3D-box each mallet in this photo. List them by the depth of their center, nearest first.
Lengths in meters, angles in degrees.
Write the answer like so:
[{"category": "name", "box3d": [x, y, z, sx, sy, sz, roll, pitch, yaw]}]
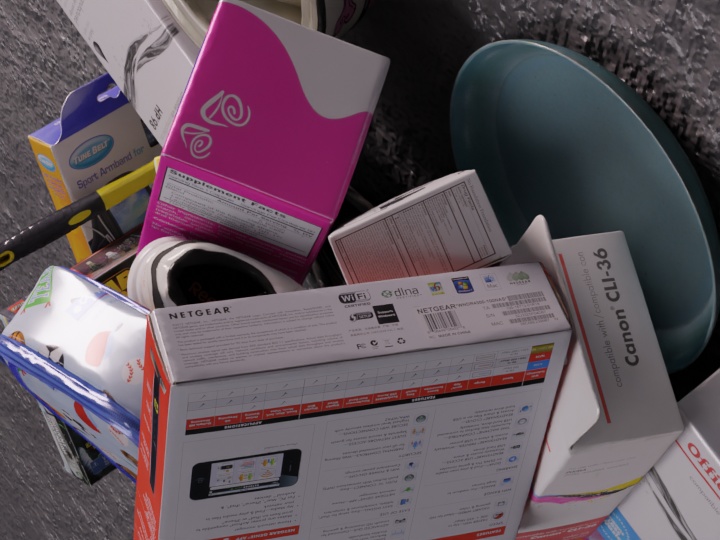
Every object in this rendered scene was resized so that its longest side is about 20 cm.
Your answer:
[{"category": "mallet", "box3d": [-0.168, -0.043, 1.412, 0.041, 0.199, 0.066, 37, 160, 54]}]

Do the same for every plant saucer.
[{"category": "plant saucer", "box3d": [0.123, -0.037, 1.096, 0.200, 0.027, 0.201, 42, 151, 29]}]

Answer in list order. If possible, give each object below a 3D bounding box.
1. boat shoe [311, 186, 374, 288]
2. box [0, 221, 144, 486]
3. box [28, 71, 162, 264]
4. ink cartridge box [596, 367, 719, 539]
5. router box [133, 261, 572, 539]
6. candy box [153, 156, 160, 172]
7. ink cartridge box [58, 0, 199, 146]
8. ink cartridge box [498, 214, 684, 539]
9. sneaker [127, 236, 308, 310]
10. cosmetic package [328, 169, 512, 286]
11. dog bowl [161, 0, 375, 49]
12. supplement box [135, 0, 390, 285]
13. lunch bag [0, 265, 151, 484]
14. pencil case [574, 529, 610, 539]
[{"category": "boat shoe", "box3d": [0.000, 0.000, 1.249, 0.057, 0.067, 0.200, 47, -177, -30]}, {"category": "box", "box3d": [-0.143, 0.040, 1.452, 0.040, 0.199, 0.138, 20, 137, 51]}, {"category": "box", "box3d": [-0.156, -0.054, 1.464, 0.041, 0.119, 0.201, 22, 137, 51]}, {"category": "ink cartridge box", "box3d": [0.202, 0.119, 1.084, 0.116, 0.066, 0.200, 52, 154, 13]}, {"category": "router box", "box3d": [-0.009, 0.087, 1.014, 0.180, 0.198, 0.049, 100, 156, -43]}, {"category": "candy box", "box3d": [-0.083, -0.004, 1.349, 0.200, 0.026, 0.103, 38, -139, -71]}, {"category": "ink cartridge box", "box3d": [-0.108, -0.140, 1.323, 0.201, 0.066, 0.116, 54, 154, 8]}, {"category": "ink cartridge box", "box3d": [0.107, 0.060, 1.081, 0.200, 0.067, 0.117, 115, 144, -62]}, {"category": "sneaker", "box3d": [-0.035, 0.046, 1.121, 0.199, 0.074, 0.080, 26, 170, -10]}, {"category": "cosmetic package", "box3d": [0.028, -0.015, 1.092, 0.200, 0.082, 0.051, -129, 16, -89]}, {"category": "dog bowl", "box3d": [-0.061, -0.208, 1.176, 0.200, 0.074, 0.201, 40, 149, 30]}, {"category": "supplement box", "box3d": [-0.059, -0.057, 1.164, 0.103, 0.102, 0.200, 21, 160, -5]}, {"category": "lunch bag", "box3d": [-0.105, 0.084, 1.128, 0.160, 0.076, 0.200, 23, 162, 39]}, {"category": "pencil case", "box3d": [0.098, 0.103, 1.238, 0.200, 0.087, 0.088, 48, 153, 20]}]
